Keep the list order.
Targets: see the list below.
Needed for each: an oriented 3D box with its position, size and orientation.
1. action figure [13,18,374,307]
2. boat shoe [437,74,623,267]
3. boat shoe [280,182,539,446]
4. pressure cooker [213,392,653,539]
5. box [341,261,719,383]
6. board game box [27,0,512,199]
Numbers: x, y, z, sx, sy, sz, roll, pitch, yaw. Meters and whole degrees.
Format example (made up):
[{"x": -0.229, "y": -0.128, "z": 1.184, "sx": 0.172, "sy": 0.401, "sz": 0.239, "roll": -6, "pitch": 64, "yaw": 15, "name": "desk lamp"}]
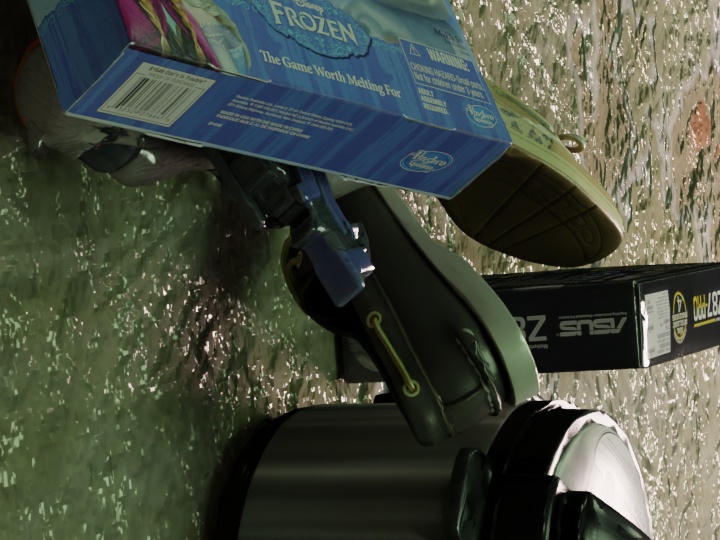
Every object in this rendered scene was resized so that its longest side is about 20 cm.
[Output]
[{"x": -0.063, "y": -0.054, "z": 0.870, "sx": 0.193, "sy": 0.104, "sz": 0.201, "roll": 1, "pitch": 56, "yaw": -59, "name": "action figure"}, {"x": 0.058, "y": -0.070, "z": 1.109, "sx": 0.199, "sy": 0.073, "sz": 0.063, "roll": 35, "pitch": 45, "yaw": -29, "name": "boat shoe"}, {"x": 0.000, "y": 0.000, "z": 0.959, "sx": 0.060, "sy": 0.201, "sz": 0.072, "roll": -31, "pitch": 135, "yaw": -12, "name": "boat shoe"}, {"x": 0.052, "y": 0.146, "z": 0.985, "sx": 0.176, "sy": 0.199, "sz": 0.180, "roll": -25, "pitch": 110, "yaw": -61, "name": "pressure cooker"}, {"x": 0.101, "y": 0.024, "z": 1.149, "sx": 0.200, "sy": 0.160, "sz": 0.050, "roll": -9, "pitch": 96, "yaw": -66, "name": "box"}, {"x": -0.052, "y": -0.132, "z": 0.816, "sx": 0.199, "sy": 0.043, "sz": 0.200, "roll": 10, "pitch": 49, "yaw": -48, "name": "board game box"}]
